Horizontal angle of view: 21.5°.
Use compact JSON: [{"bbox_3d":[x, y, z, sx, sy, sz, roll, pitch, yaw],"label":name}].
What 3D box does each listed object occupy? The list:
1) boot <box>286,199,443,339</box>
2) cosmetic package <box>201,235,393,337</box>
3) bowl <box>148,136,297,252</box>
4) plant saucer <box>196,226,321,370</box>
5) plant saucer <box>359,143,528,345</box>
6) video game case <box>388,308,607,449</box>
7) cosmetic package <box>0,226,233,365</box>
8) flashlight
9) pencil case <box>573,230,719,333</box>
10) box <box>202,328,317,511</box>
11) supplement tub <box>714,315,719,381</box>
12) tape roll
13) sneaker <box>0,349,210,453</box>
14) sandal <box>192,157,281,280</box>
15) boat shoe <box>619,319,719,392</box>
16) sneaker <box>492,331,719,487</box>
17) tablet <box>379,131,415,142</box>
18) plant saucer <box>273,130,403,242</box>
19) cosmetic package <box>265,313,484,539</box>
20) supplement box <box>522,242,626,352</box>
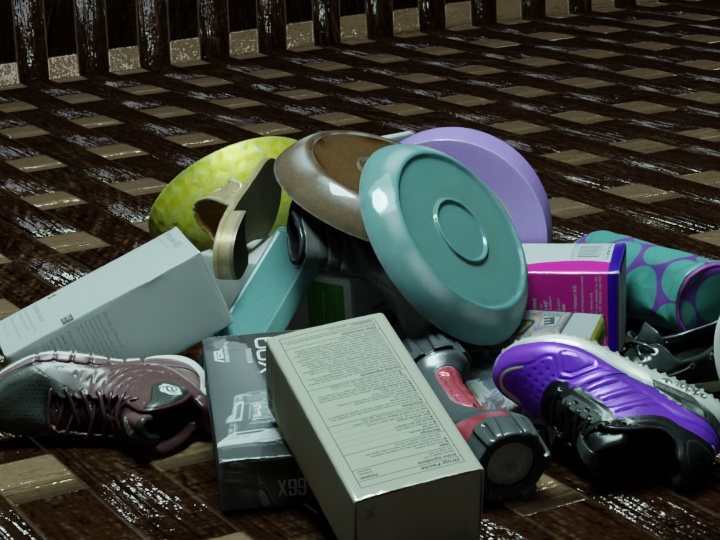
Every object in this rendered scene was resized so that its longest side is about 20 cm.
[{"bbox_3d":[0.000,0.000,1.688,0.131,0.070,0.200,11,27,-20],"label":"boot"},{"bbox_3d":[-0.055,0.034,1.825,0.199,0.109,0.085,8,20,39],"label":"cosmetic package"},{"bbox_3d":[-0.121,-0.042,2.072,0.199,0.201,0.108,-12,60,-30],"label":"bowl"},{"bbox_3d":[-0.095,0.041,1.737,0.070,0.019,0.201,10,59,40],"label":"plant saucer"},{"bbox_3d":[0.081,-0.030,1.659,0.027,0.201,0.200,-35,-6,35],"label":"plant saucer"},{"bbox_3d":[0.096,0.089,1.656,0.198,0.026,0.181,3,33,24],"label":"video game case"},{"bbox_3d":[-0.226,0.049,1.732,0.199,0.082,0.113,-31,21,-11],"label":"cosmetic package"},{"bbox_3d":[0.088,0.110,1.535,0.067,0.068,0.200,18,19,-24],"label":"flashlight"},{"bbox_3d":[0.286,0.016,1.873,0.092,0.086,0.200,33,-7,-32],"label":"pencil case"},{"bbox_3d":[-0.045,0.116,1.558,0.156,0.050,0.200,-4,28,-6],"label":"box"},{"bbox_3d":[0.406,0.054,1.591,0.199,0.146,0.144,-17,21,-42],"label":"supplement tub"},{"bbox_3d":[0.088,-0.037,1.882,0.198,0.202,0.066,0,14,10],"label":"tape roll"},{"bbox_3d":[-0.220,0.116,1.620,0.198,0.076,0.116,-6,18,-14],"label":"sneaker"},{"bbox_3d":[-0.130,-0.055,1.822,0.069,0.078,0.212,3,25,9],"label":"sandal"},{"bbox_3d":[0.265,0.077,1.682,0.198,0.067,0.075,-8,18,-11],"label":"boat shoe"},{"bbox_3d":[0.187,0.116,1.503,0.199,0.070,0.100,18,39,21],"label":"sneaker"},{"bbox_3d":[-0.010,-0.045,1.947,0.129,0.201,0.014,-13,37,-33],"label":"tablet"},{"bbox_3d":[0.019,-0.079,1.742,0.199,0.032,0.201,16,27,-8],"label":"plant saucer"},{"bbox_3d":[0.007,0.123,1.419,0.103,0.074,0.200,-12,38,-16],"label":"cosmetic package"},{"bbox_3d":[0.149,0.033,1.801,0.198,0.104,0.101,2,16,12],"label":"supplement box"}]
